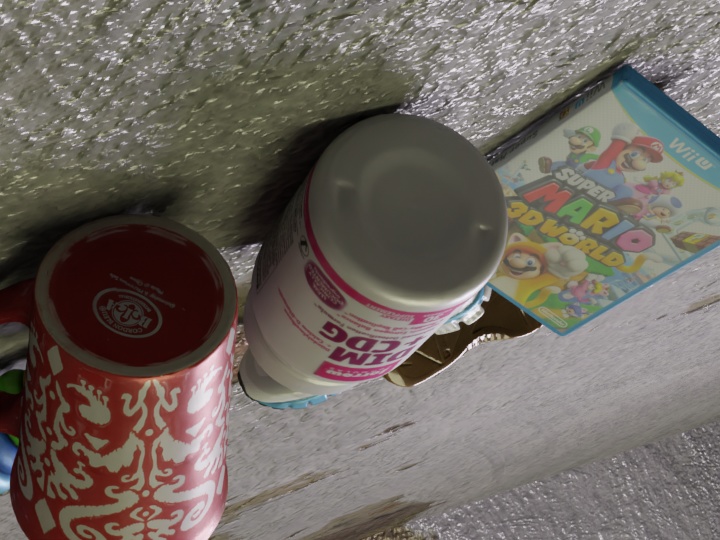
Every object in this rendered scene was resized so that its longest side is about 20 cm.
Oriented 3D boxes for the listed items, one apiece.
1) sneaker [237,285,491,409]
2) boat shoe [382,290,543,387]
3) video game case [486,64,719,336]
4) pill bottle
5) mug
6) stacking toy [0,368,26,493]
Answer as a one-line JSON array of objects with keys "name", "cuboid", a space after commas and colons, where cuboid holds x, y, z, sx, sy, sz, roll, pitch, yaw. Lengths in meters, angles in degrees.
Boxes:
[{"name": "sneaker", "cuboid": [-0.005, 0.030, 1.191, 0.200, 0.075, 0.087, -29, 157, 3]}, {"name": "boat shoe", "cuboid": [0.084, 0.024, 1.304, 0.199, 0.072, 0.064, -23, -157, -25]}, {"name": "video game case", "cuboid": [0.149, -0.038, 1.059, 0.143, 0.018, 0.200, 34, 135, -22]}, {"name": "pill bottle", "cuboid": [0.000, 0.000, 0.963, 0.113, 0.114, 0.200, -15, 165, -23]}, {"name": "mug", "cuboid": [-0.153, 0.072, 0.934, 0.177, 0.134, 0.200, -1, 144, -13]}, {"name": "stacking toy", "cuboid": [-0.215, 0.090, 1.093, 0.200, 0.086, 0.085, -31, 164, 10]}]
